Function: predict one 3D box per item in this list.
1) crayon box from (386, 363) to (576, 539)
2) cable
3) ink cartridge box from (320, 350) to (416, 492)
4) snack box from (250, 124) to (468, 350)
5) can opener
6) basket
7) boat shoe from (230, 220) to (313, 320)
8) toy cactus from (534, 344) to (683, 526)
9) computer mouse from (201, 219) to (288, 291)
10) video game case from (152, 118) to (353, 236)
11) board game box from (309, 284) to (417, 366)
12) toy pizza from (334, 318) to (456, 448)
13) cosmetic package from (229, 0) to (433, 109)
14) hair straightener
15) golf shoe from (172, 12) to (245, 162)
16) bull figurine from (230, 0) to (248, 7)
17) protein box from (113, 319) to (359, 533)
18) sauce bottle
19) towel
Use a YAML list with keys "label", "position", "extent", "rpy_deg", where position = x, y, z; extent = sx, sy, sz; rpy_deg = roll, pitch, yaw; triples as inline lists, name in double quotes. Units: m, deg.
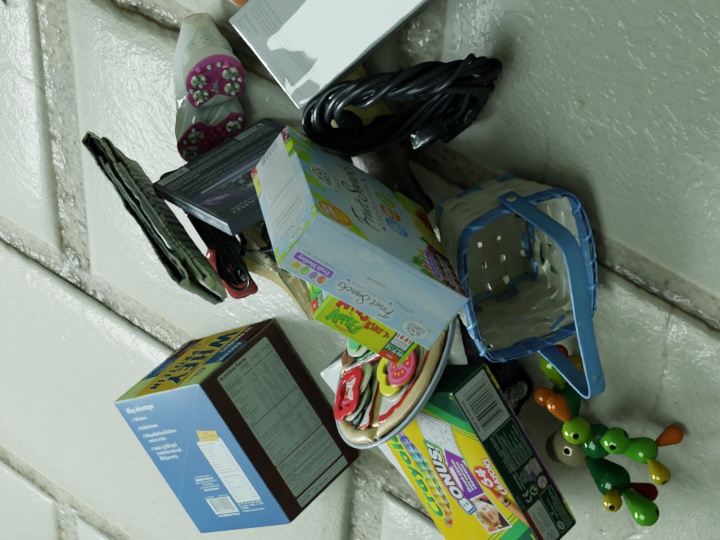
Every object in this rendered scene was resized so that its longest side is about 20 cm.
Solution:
- label: "crayon box"
  position: [0.108, 0.193, 1.856]
  extent: [0.172, 0.058, 0.200]
  rpy_deg: [-8, 116, 56]
- label: "cable"
  position: [0.039, -0.157, 1.638]
  extent: [0.200, 0.163, 0.051]
  rpy_deg: [148, 118, -62]
- label: "ink cartridge box"
  position: [0.056, 0.161, 1.986]
  extent: [0.200, 0.050, 0.109]
  rpy_deg: [51, 143, -4]
- label: "snack box"
  position: [-0.005, -0.033, 1.631]
  extent: [0.169, 0.200, 0.068]
  rpy_deg: [30, 106, -22]
- label: "can opener"
  position: [0.125, 0.073, 1.825]
  extent: [0.079, 0.063, 0.200]
  rpy_deg: [14, 132, 38]
- label: "basket"
  position: [0.157, 0.005, 1.650]
  extent: [0.200, 0.139, 0.176]
  rpy_deg: [-127, 21, -54]
- label: "boat shoe"
  position: [-0.109, -0.023, 1.957]
  extent: [0.200, 0.076, 0.072]
  rpy_deg: [58, 168, -4]
- label: "toy cactus"
  position: [0.231, 0.162, 1.793]
  extent: [0.200, 0.102, 0.165]
  rpy_deg: [48, 162, -3]
- label: "computer mouse"
  position: [-0.070, -0.058, 1.879]
  extent: [0.200, 0.046, 0.141]
  rpy_deg: [-11, 124, 18]
- label: "video game case"
  position: [-0.111, -0.096, 1.800]
  extent: [0.200, 0.143, 0.019]
  rpy_deg: [28, 146, 58]
- label: "board game box"
  position: [0.000, 0.000, 1.751]
  extent: [0.102, 0.200, 0.048]
  rpy_deg: [30, 114, -22]
- label: "toy pizza"
  position: [0.027, 0.086, 1.839]
  extent: [0.032, 0.200, 0.200]
  rpy_deg: [27, 152, -26]
- label: "cosmetic package"
  position: [-0.010, -0.250, 1.624]
  extent: [0.200, 0.081, 0.113]
  rpy_deg: [-35, 94, 36]
- label: "hair straightener"
  position: [-0.169, -0.053, 1.992]
  extent: [0.041, 0.077, 0.200]
  rpy_deg: [-19, 138, 17]
- label: "golf shoe"
  position: [-0.164, -0.191, 1.898]
  extent: [0.200, 0.075, 0.092]
  rpy_deg: [109, 146, -57]
- label: "bull figurine"
  position: [-0.121, -0.325, 1.726]
  extent: [0.200, 0.065, 0.121]
  rpy_deg: [50, 140, -5]
- label: "protein box"
  position: [-0.150, 0.190, 2.149]
  extent: [0.198, 0.135, 0.200]
  rpy_deg: [-16, 110, 51]
- label: "sauce bottle"
  position: [0.005, -0.135, 1.764]
  extent: [0.065, 0.065, 0.200]
  rpy_deg: [-15, 110, 51]
- label: "towel"
  position: [-0.209, -0.055, 1.883]
  extent: [0.193, 0.035, 0.200]
  rpy_deg: [56, -178, 8]
